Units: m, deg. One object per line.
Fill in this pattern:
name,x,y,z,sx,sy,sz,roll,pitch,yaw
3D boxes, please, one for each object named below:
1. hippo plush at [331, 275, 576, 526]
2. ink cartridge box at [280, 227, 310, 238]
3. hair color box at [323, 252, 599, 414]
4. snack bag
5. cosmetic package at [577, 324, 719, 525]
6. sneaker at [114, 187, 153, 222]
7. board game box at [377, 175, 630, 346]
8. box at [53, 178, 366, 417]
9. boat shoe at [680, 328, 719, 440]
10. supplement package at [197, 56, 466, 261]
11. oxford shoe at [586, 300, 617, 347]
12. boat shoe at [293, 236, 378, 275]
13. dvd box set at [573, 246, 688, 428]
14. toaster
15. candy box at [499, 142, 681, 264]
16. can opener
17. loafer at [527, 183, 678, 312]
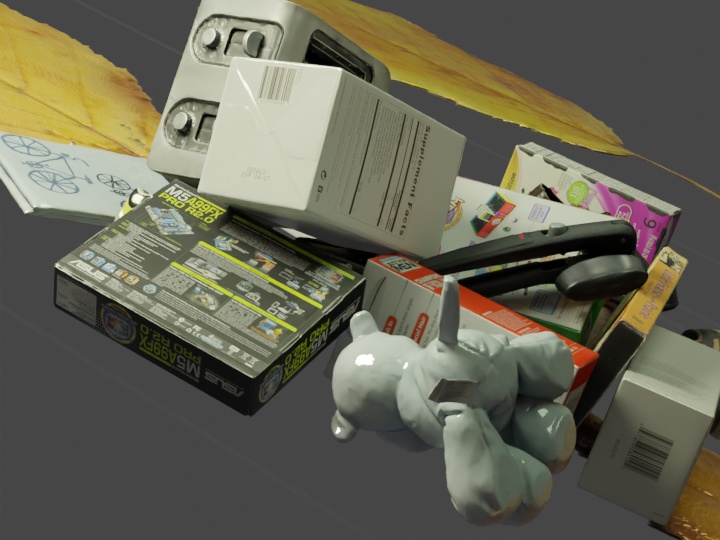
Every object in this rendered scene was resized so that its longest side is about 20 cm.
hippo plush,0.052,0.110,1.223,0.160,0.160,0.200,-5,-18,38
ink cartridge box,-0.061,-0.105,1.729,0.199,0.116,0.068,32,20,30
hair color box,0.081,0.078,1.339,0.199,0.112,0.064,27,17,19
snack bag,-0.260,-0.083,1.588,0.199,0.022,0.189,8,22,-35
cosmetic package,0.255,0.127,1.399,0.084,0.108,0.200,23,15,9
sneaker,-0.145,-0.033,1.472,0.075,0.077,0.200,28,16,28
board game box,0.127,-0.009,1.476,0.199,0.040,0.153,16,48,18
box,-0.120,0.017,1.306,0.199,0.044,0.160,27,41,20
boat shoe,0.335,0.100,1.633,0.073,0.075,0.200,19,16,-5
supplement package,-0.020,-0.091,1.380,0.121,0.121,0.200,11,-6,35
oxford shoe,0.220,0.074,1.626,0.200,0.071,0.073,-3,55,-57
boat shoe,0.000,0.000,1.569,0.199,0.061,0.074,4,22,-45
dvd box set,0.219,0.068,1.425,0.029,0.147,0.200,37,28,6
toaster,-0.078,-0.136,1.505,0.118,0.182,0.200,13,-10,39
candy box,0.250,-0.046,1.877,0.199,0.137,0.061,26,16,19
can opener,0.143,-0.007,1.394,0.198,0.064,0.079,-5,14,-1
loafer,0.243,-0.024,1.670,0.199,0.072,0.073,30,16,10
